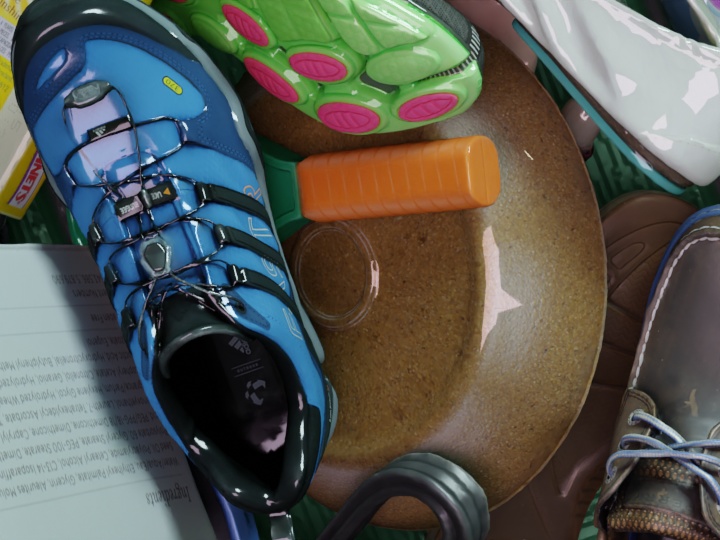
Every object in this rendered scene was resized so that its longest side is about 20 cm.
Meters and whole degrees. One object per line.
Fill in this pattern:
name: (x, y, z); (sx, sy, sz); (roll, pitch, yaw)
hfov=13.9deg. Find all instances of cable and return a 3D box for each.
cable: (-0.011, 0.115, 1.128); (0.097, 0.050, 0.200); (47, 134, 16)

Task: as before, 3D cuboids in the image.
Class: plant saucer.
plant saucer: (0.000, 0.000, 1.099); (0.200, 0.035, 0.201); (5, 99, 39)

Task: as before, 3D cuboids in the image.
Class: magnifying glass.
magnifying glass: (-0.033, -0.029, 1.089); (0.200, 0.022, 0.080); (-4, 92, 41)

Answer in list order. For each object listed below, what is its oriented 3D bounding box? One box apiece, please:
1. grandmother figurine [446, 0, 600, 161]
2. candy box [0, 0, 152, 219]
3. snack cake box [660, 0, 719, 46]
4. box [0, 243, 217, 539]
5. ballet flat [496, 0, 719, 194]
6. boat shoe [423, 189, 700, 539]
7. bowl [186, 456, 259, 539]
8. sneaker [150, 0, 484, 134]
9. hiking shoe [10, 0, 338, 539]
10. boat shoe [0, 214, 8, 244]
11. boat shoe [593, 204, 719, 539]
grandmother figurine: (0.043, -0.070, 1.118); (0.121, 0.061, 0.201); (17, 108, 34)
candy box: (-0.170, -0.111, 1.107); (0.200, 0.026, 0.102); (36, 95, 32)
snack cake box: (0.166, -0.116, 1.065); (0.115, 0.067, 0.200); (-28, 96, -4)
box: (-0.186, 0.086, 1.022); (0.199, 0.200, 0.131); (-24, 83, 17)
ballet flat: (0.064, -0.112, 1.035); (0.200, 0.069, 0.069); (43, 105, 13)
boat shoe: (0.070, 0.054, 1.130); (0.073, 0.063, 0.200); (25, 104, -15)
bowl: (-0.129, 0.121, 1.129); (0.200, 0.039, 0.201); (1, 92, 19)
sneaker: (-0.026, -0.113, 1.070); (0.200, 0.084, 0.077); (29, 151, 39)
hiking shoe: (-0.058, -0.007, 1.024); (0.074, 0.087, 0.200); (-27, 108, 4)
boat shoe: (-0.174, -0.014, 1.159); (0.074, 0.066, 0.200); (20, 104, 5)
boat shoe: (0.122, 0.078, 1.056); (0.072, 0.072, 0.201); (8, 101, 24)
